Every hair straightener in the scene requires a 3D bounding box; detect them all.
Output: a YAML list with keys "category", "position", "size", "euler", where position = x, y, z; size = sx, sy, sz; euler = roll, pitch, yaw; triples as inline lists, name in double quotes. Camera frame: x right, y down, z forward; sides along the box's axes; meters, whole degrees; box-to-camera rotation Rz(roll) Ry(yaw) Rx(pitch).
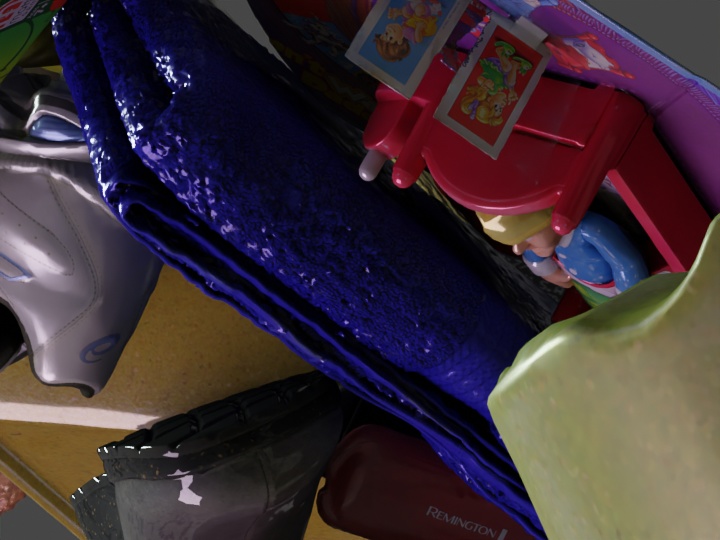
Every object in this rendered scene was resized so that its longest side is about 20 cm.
- category: "hair straightener"
  position: [0.078, 0.072, 0.874]
  size: [0.199, 0.041, 0.077]
  euler: [15, -161, -13]

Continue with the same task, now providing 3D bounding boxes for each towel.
- category: "towel"
  position: [0.000, 0.000, 0.769]
  size: [0.200, 0.050, 0.148]
  euler: [40, -174, -25]

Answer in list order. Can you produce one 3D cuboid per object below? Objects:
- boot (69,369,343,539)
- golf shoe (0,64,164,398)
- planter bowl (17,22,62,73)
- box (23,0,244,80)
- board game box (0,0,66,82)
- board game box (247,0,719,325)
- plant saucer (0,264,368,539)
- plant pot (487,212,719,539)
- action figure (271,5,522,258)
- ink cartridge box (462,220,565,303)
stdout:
- category: "boot"
  position: [-0.026, 0.105, 0.806]
  size: [0.200, 0.067, 0.131]
  euler: [132, 119, -73]
- category: "golf shoe"
  position: [-0.131, -0.015, 0.865]
  size: [0.078, 0.098, 0.199]
  euler: [14, 178, -40]
- category: "planter bowl"
  position: [-0.147, -0.133, 0.855]
  size: [0.200, 0.083, 0.201]
  euler: [33, 140, 33]
- category: "box"
  position: [-0.148, -0.053, 1.016]
  size: [0.109, 0.200, 0.128]
  euler: [46, 180, 21]
- category: "board game box"
  position: [-0.159, -0.064, 0.796]
  size: [0.102, 0.048, 0.200]
  euler: [52, 134, 7]
- category: "board game box"
  position: [0.047, -0.013, 0.693]
  size: [0.199, 0.039, 0.158]
  euler: [33, 164, -5]
- category: "plant saucer"
  position: [-0.047, 0.058, 0.963]
  size: [0.199, 0.049, 0.200]
  euler: [3, 157, 22]
- category: "plant pot"
  position: [0.121, 0.060, 0.457]
  size: [0.185, 0.200, 0.200]
  euler: [57, 172, 7]
- category: "action figure"
  position: [0.015, -0.060, 0.787]
  size: [0.200, 0.052, 0.065]
  euler: [48, 177, -42]
- category: "ink cartridge box"
  position: [0.001, 0.022, 1.010]
  size: [0.197, 0.047, 0.200]
  euler: [19, 164, 14]
